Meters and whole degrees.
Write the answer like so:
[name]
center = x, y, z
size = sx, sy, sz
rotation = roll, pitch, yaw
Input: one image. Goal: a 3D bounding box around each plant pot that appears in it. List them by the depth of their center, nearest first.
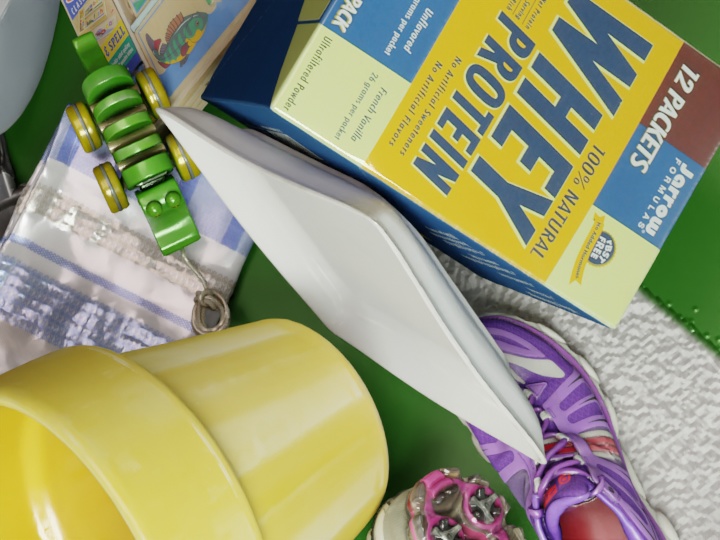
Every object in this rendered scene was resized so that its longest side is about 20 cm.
[plant pot]
center = -0.092, 0.120, 0.874
size = 0.200, 0.188, 0.203
rotation = 22, 124, 36

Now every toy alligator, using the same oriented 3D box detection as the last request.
[toy alligator]
center = -0.123, -0.053, 0.972
size = 0.059, 0.054, 0.202
rotation = -25, 86, -7

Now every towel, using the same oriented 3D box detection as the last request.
[towel]
center = -0.158, 0.014, 1.000
size = 0.146, 0.024, 0.202
rotation = 26, 84, 0

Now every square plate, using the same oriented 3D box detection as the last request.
[square plate]
center = 0.000, 0.000, 0.854
size = 0.028, 0.199, 0.199
rotation = -47, 40, -13

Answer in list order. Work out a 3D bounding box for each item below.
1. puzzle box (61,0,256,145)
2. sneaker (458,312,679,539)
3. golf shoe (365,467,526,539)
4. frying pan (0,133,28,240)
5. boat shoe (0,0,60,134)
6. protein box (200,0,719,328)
[puzzle box]
center = -0.106, -0.181, 1.005
size = 0.200, 0.025, 0.134
rotation = -45, 63, 37
[sneaker]
center = 0.110, 0.103, 0.881
size = 0.080, 0.083, 0.201
rotation = -37, 67, 7
[golf shoe]
center = 0.075, 0.205, 0.887
size = 0.201, 0.072, 0.092
rotation = 59, 142, 9
[frying pan]
center = -0.210, -0.040, 1.059
size = 0.114, 0.031, 0.192
rotation = -5, 79, 17
[boat shoe]
center = -0.250, -0.186, 1.081
size = 0.085, 0.075, 0.204
rotation = 7, 78, 20
[protein box]
center = 0.049, -0.090, 0.845
size = 0.199, 0.198, 0.136
rotation = 31, 88, -16
